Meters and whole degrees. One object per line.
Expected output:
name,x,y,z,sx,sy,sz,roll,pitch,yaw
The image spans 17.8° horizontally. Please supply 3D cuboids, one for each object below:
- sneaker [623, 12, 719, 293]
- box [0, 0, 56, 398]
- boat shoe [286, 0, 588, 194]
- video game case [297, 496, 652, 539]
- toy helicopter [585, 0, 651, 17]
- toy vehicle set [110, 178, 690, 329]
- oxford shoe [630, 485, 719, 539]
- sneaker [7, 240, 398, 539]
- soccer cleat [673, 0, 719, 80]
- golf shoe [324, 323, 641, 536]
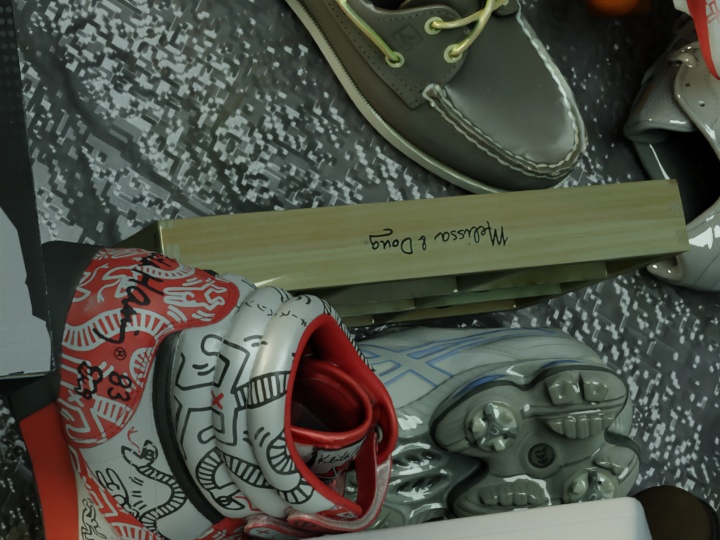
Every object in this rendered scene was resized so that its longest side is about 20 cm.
sneaker,0.150,-0.086,0.936,0.091,0.076,0.202,0,79,-21
box,-0.150,-0.048,0.714,0.047,0.200,0.195,-7,82,-24
boat shoe,0.018,-0.106,0.882,0.202,0.060,0.072,46,65,-11
video game case,0.009,0.151,0.730,0.024,0.198,0.183,-83,159,-47
toy helicopter,0.077,-0.152,0.882,0.200,0.078,0.133,-28,110,-54
toy vehicle set,0.000,0.000,0.818,0.198,0.124,0.027,-6,82,-25
oxford shoe,0.060,0.132,0.838,0.200,0.072,0.085,-37,120,-28
sneaker,-0.041,0.081,0.731,0.067,0.107,0.203,-61,151,-43
soccer cleat,0.173,-0.169,0.886,0.069,0.085,0.202,33,67,-61
golf shoe,-0.001,0.060,0.843,0.198,0.097,0.079,-4,113,-4
